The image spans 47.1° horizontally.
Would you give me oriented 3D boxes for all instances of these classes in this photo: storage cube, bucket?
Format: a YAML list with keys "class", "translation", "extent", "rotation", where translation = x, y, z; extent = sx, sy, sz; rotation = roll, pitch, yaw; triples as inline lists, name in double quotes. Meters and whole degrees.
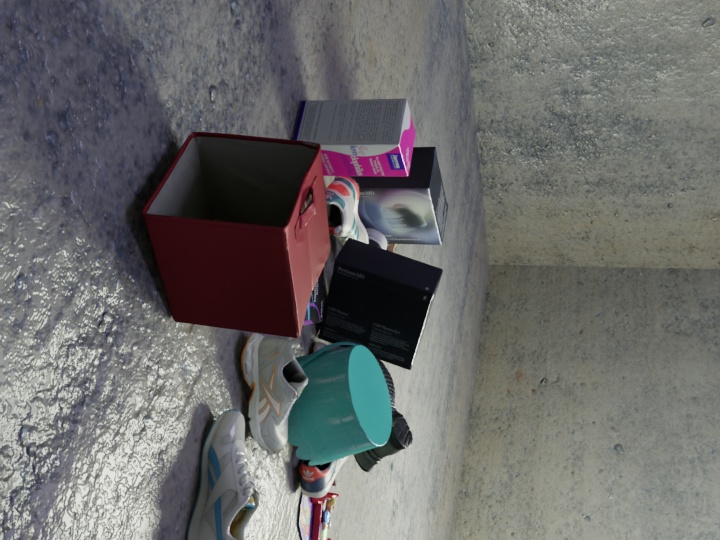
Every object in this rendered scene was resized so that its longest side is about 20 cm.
- class: "storage cube"
  translation: [-0.145, -0.046, 1.034]
  extent: [0.172, 0.198, 0.181]
  rotation: [-73, 165, -45]
- class: "bucket"
  translation: [-0.040, 0.230, 1.440]
  extent: [0.207, 0.133, 0.209]
  rotation: [-17, 90, -70]

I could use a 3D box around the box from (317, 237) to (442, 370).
- class: "box"
  translation: [0.037, 0.064, 1.597]
  extent: [0.104, 0.198, 0.184]
  rotation: [-61, 168, -57]

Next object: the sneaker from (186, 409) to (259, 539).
- class: "sneaker"
  translation: [-0.178, 0.294, 1.143]
  extent: [0.077, 0.080, 0.202]
  rotation: [52, 40, -64]

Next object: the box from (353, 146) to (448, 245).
- class: "box"
  translation: [0.076, -0.160, 1.807]
  extent: [0.199, 0.198, 0.124]
  rotation: [69, 28, -52]

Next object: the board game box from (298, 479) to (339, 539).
- class: "board game box"
  translation: [-0.070, 0.477, 1.614]
  extent: [0.159, 0.038, 0.202]
  rotation: [-67, 153, -54]

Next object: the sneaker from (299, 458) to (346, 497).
- class: "sneaker"
  translation: [-0.063, 0.331, 1.568]
  extent: [0.201, 0.074, 0.085]
  rotation: [-67, 156, -54]

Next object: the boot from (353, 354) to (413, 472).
- class: "boot"
  translation: [0.010, 0.271, 1.568]
  extent: [0.067, 0.130, 0.202]
  rotation: [6, 57, -50]

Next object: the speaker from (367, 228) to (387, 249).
- class: "speaker"
  translation: [0.000, 0.000, 1.761]
  extent: [0.201, 0.080, 0.082]
  rotation: [-70, 156, -47]

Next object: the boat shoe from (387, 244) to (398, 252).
- class: "boat shoe"
  translation: [0.044, -0.034, 1.964]
  extent: [0.067, 0.072, 0.202]
  rotation: [19, 78, -39]

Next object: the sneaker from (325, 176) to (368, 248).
- class: "sneaker"
  translation: [-0.040, -0.087, 1.638]
  extent: [0.094, 0.070, 0.201]
  rotation: [-49, 143, -39]

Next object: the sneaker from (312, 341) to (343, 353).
- class: "sneaker"
  translation: [-0.032, 0.202, 1.639]
  extent: [0.200, 0.091, 0.077]
  rotation: [60, 34, -63]

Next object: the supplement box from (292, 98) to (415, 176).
- class: "supplement box"
  translation: [-0.009, -0.238, 1.485]
  extent: [0.101, 0.198, 0.104]
  rotation: [64, 31, -58]

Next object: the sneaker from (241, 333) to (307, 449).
- class: "sneaker"
  translation: [-0.124, 0.195, 1.278]
  extent: [0.076, 0.091, 0.202]
  rotation: [-60, 148, -59]

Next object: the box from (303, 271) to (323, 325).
- class: "box"
  translation: [-0.109, 0.025, 1.453]
  extent: [0.200, 0.036, 0.145]
  rotation: [-1, 93, -76]
